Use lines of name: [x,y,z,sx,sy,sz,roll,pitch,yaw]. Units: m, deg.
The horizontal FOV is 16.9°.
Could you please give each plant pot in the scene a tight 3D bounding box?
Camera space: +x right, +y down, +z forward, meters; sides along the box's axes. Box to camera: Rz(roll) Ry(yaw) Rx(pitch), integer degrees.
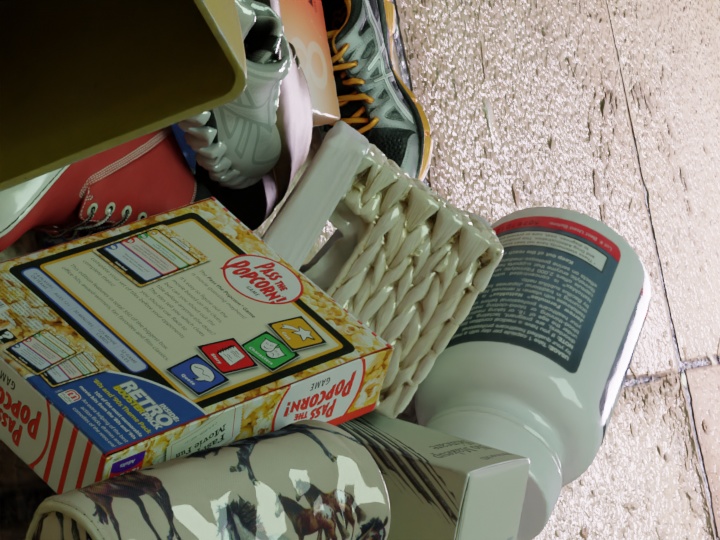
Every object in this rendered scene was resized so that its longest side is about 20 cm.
plant pot: [-0.180,-0.179,1.238,0.177,0.199,0.200,-86,152,-56]

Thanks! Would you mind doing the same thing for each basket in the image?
basket: [0.000,0.000,1.448,0.123,0.136,0.200,33,4,-2]

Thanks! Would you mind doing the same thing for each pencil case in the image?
pencil case: [-0.069,0.130,1.162,0.200,0.078,0.090,-15,96,-47]

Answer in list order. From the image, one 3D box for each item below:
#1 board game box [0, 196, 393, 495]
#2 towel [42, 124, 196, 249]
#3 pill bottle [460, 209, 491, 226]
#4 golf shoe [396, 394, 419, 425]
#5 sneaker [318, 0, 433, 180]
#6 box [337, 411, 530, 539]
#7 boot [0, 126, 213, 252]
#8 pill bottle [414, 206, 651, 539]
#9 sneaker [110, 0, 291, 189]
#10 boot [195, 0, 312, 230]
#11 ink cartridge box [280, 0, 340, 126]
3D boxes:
board game box: [-0.105,0.040,1.250,0.200,0.151,0.046,-19,137,-42]
towel: [-0.137,-0.013,1.418,0.145,0.024,0.201,30,52,-56]
pill bottle: [0.089,0.056,1.747,0.200,0.109,0.110,54,34,-40]
golf shoe: [0.033,0.167,1.586,0.097,0.078,0.201,-164,-94,-81]
sneaker: [-0.010,-0.131,1.682,0.077,0.078,0.201,20,51,-58]
box: [-0.010,0.117,1.389,0.082,0.199,0.069,-5,107,-60]
boot: [-0.143,-0.025,1.333,0.145,0.072,0.200,63,32,-19]
pill bottle: [0.100,0.067,1.501,0.120,0.119,0.200,60,38,-31]
sneaker: [-0.072,-0.107,1.380,0.200,0.081,0.075,52,15,-67]
boot: [-0.069,-0.128,1.502,0.075,0.073,0.201,-44,142,-46]
ink cartridge box: [-0.086,-0.184,1.574,0.200,0.050,0.163,14,66,-65]
